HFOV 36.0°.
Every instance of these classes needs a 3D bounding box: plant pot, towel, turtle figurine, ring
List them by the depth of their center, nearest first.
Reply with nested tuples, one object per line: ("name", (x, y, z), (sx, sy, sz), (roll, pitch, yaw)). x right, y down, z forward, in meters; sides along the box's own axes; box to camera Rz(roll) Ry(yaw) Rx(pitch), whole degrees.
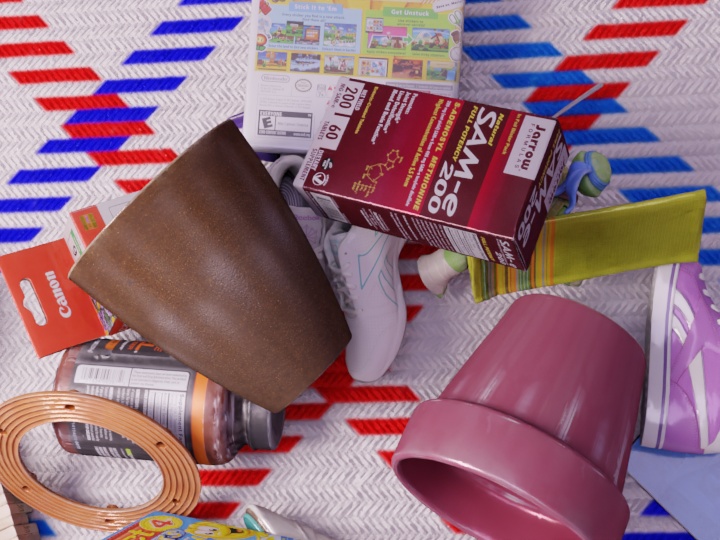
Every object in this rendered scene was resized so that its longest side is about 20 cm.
("plant pot", (-0.105, 0.013, 0.922), (0.187, 0.187, 0.200), (-44, 94, -3))
("towel", (0.187, -0.019, 0.923), (0.196, 0.087, 0.018), (-10, 53, 3))
("plant pot", (0.149, 0.129, 0.929), (0.198, 0.201, 0.180), (26, 68, 11))
("ring", (-0.235, 0.168, 0.973), (0.197, 0.202, 0.019), (2, 44, 7))
("turtle figurine", (0.151, -0.052, 1.012), (0.192, 0.200, 0.146), (-19, 105, 25))

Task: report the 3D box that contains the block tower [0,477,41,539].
("block tower", (-0.332, 0.245, 1.025), (0.057, 0.054, 0.203), (-23, 78, 1))

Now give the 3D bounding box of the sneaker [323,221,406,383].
("sneaker", (0.000, 0.000, 0.998), (0.079, 0.070, 0.204), (3, 95, -37))

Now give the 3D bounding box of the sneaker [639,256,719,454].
("sneaker", (0.306, 0.060, 0.966), (0.112, 0.073, 0.204), (3, 76, 13))

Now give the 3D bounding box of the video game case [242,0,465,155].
("video game case", (-0.006, -0.196, 1.018), (0.196, 0.023, 0.186), (4, 89, 5))

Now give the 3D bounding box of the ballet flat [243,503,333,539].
("ballet flat", (-0.029, 0.283, 0.983), (0.069, 0.069, 0.201), (-33, 81, 0))

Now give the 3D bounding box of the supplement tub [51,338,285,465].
("supplement tub", (-0.169, 0.119, 1.002), (0.196, 0.107, 0.109), (3, 80, 6))

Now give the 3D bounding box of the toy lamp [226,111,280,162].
("toy lamp", (-0.030, -0.136, 1.058), (0.196, 0.058, 0.059), (-3, 79, 3))

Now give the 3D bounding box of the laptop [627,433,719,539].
("laptop", (0.358, 0.165, 0.929), (0.187, 0.200, 0.116), (-47, 112, -2))

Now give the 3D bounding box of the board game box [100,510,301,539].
("board game box", (-0.138, 0.262, 0.875), (0.193, 0.199, 0.057), (5, 98, 23))

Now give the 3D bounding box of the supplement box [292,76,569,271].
("supplement box", (0.056, -0.081, 0.897), (0.197, 0.061, 0.110), (15, 72, 25))

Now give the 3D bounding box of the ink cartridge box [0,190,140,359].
("ink cartridge box", (-0.217, -0.007, 1.010), (0.198, 0.050, 0.110), (-20, 75, -31))

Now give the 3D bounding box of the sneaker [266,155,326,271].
("sneaker", (-0.067, -0.008, 1.012), (0.074, 0.100, 0.204), (-4, 79, -19))
